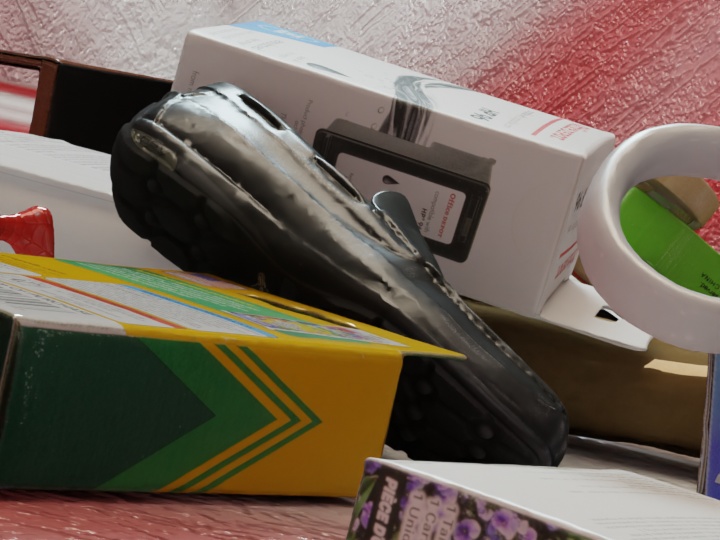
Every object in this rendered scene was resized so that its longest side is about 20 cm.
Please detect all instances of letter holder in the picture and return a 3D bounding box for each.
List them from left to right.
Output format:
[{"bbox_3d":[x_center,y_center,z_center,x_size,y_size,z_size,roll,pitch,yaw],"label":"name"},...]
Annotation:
[{"bbox_3d":[-0.182,-0.071,1.469,0.142,0.101,0.200,13,4,26],"label":"letter holder"}]

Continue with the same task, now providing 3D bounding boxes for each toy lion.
[{"bbox_3d":[0.168,0.023,1.248,0.200,0.069,0.192,38,-6,10],"label":"toy lion"}]

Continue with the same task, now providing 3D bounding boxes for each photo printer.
[{"bbox_3d":[-0.107,-0.011,1.103,0.200,0.069,0.166,15,6,17],"label":"photo printer"}]

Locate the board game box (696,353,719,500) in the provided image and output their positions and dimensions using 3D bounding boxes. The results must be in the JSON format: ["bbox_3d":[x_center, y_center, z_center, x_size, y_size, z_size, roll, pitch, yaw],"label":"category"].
[{"bbox_3d":[0.236,0.040,0.885,0.200,0.097,0.159,15,34,24],"label":"board game box"}]

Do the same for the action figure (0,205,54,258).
[{"bbox_3d":[-0.195,0.000,0.885,0.065,0.052,0.200,10,6,42],"label":"action figure"}]

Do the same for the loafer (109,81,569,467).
[{"bbox_3d":[0.000,0.000,0.927,0.201,0.068,0.070,39,55,18],"label":"loafer"}]

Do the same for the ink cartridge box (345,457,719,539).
[{"bbox_3d":[0.102,0.092,0.583,0.200,0.050,0.109,18,6,38],"label":"ink cartridge box"}]

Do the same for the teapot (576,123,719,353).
[{"bbox_3d":[0.175,0.042,0.683,0.146,0.197,0.200,-23,9,-40],"label":"teapot"}]

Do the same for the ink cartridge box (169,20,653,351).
[{"bbox_3d":[0.030,-0.036,1.024,0.200,0.068,0.116,19,11,8],"label":"ink cartridge box"}]

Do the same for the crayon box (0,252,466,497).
[{"bbox_3d":[-0.078,0.030,0.814,0.126,0.052,0.200,16,7,40],"label":"crayon box"}]

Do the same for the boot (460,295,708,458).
[{"bbox_3d":[0.107,0.050,1.055,0.200,0.066,0.175,11,-2,1],"label":"boot"}]

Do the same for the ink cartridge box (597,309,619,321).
[{"bbox_3d":[0.033,0.019,1.307,0.198,0.047,0.200,12,7,-9],"label":"ink cartridge box"}]
